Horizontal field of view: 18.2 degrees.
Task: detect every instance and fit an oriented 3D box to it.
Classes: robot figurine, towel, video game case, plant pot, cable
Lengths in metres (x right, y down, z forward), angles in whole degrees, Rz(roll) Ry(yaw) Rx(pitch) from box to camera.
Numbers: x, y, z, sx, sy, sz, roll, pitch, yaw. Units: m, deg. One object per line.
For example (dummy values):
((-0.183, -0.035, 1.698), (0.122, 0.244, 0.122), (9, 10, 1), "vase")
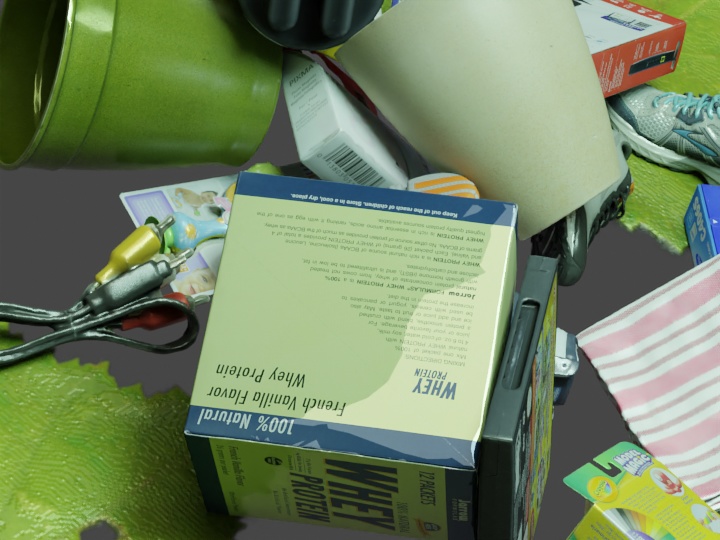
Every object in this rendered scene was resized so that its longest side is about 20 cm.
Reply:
((-0.040, -0.247, 1.732), (0.150, 0.125, 0.200), (44, 15, -20), "robot figurine")
((0.263, 0.083, 1.696), (0.146, 0.030, 0.201), (-29, 51, 1), "towel")
((0.107, 0.124, 1.533), (0.025, 0.201, 0.181), (7, 41, 11), "video game case")
((-0.170, -0.162, 1.763), (0.192, 0.201, 0.201), (10, 42, -25), "plant pot")
((-0.200, 0.038, 1.649), (0.199, 0.050, 0.098), (-25, 91, -19), "cable")
((0.110, -0.132, 1.729), (0.187, 0.187, 0.201), (-34, 92, -41), "plant pot")

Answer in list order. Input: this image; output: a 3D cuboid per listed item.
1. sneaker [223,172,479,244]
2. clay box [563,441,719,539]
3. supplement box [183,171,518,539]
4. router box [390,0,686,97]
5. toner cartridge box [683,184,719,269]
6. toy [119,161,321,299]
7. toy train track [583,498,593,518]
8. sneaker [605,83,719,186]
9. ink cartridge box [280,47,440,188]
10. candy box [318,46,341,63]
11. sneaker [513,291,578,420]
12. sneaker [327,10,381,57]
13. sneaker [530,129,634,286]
((0.000, 0.000, 1.706), (0.198, 0.113, 0.078), (-7, 33, 5), "sneaker")
((0.227, 0.210, 1.561), (0.200, 0.048, 0.115), (42, 29, 18), "clay box")
((-0.001, 0.061, 1.539), (0.198, 0.135, 0.201), (6, 63, 7), "supplement box")
((0.154, -0.210, 1.947), (0.199, 0.049, 0.179), (25, 27, 28), "router box")
((0.376, -0.014, 1.881), (0.198, 0.043, 0.095), (8, 42, -11), "toner cartridge box")
((-0.076, -0.047, 1.761), (0.199, 0.047, 0.115), (-15, 55, -29), "toy")
((0.181, 0.233, 1.563), (0.114, 0.033, 0.201), (22, 31, -21), "toy train track")
((0.303, -0.127, 1.942), (0.199, 0.087, 0.078), (32, 44, 16), "sneaker")
((-0.002, -0.125, 1.804), (0.162, 0.057, 0.201), (39, 30, -41), "ink cartridge box")
((0.024, -0.175, 1.868), (0.199, 0.026, 0.102), (23, 19, -33), "candy box")
((0.089, 0.087, 1.661), (0.108, 0.070, 0.200), (34, 47, 11), "sneaker")
((-0.066, -0.269, 1.973), (0.129, 0.080, 0.200), (5, 53, -25), "sneaker")
((0.187, -0.061, 1.848), (0.079, 0.074, 0.201), (20, 42, -5), "sneaker")
